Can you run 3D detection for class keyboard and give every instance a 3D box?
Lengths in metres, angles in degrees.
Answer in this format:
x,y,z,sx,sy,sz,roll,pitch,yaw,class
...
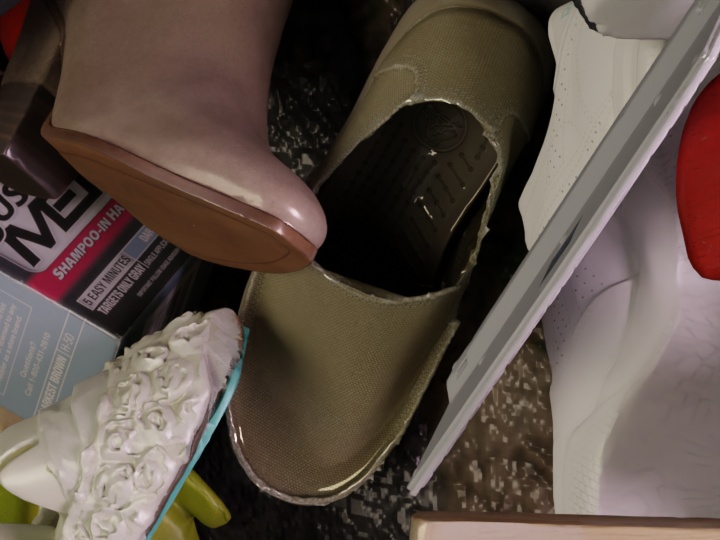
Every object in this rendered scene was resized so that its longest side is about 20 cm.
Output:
x,y,z,sx,sy,sz,roll,pitch,yaw,class
0.060,-0.009,0.687,0.011,0.056,0.200,26,135,-4,keyboard

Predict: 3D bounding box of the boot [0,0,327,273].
x,y,z,sx,sy,sz,roll,pitch,yaw,class
-0.049,-0.083,0.817,0.199,0.070,0.147,17,68,45,boot

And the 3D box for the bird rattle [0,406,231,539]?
x,y,z,sx,sy,sz,roll,pitch,yaw,class
-0.151,0.070,0.963,0.200,0.112,0.164,50,143,30,bird rattle

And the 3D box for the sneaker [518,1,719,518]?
x,y,z,sx,sy,sz,roll,pitch,yaw,class
0.081,0.011,0.757,0.088,0.075,0.202,10,97,54,sneaker

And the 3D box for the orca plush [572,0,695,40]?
x,y,z,sx,sy,sz,roll,pitch,yaw,class
0.144,-0.132,0.658,0.200,0.105,0.072,-33,48,35,orca plush

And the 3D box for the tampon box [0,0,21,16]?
x,y,z,sx,sy,sz,roll,pitch,yaw,class
-0.153,-0.179,0.812,0.126,0.200,0.150,31,156,46,tampon box

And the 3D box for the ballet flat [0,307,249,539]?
x,y,z,sx,sy,sz,roll,pitch,yaw,class
-0.106,0.092,0.826,0.072,0.072,0.201,42,115,31,ballet flat

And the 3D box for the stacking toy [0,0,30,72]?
x,y,z,sx,sy,sz,roll,pitch,yaw,class
-0.166,-0.081,0.971,0.199,0.085,0.086,-16,85,37,stacking toy

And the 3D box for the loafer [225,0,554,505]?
x,y,z,sx,sy,sz,roll,pitch,yaw,class
0.000,0.000,0.807,0.075,0.068,0.201,24,116,4,loafer

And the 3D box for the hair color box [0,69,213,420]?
x,y,z,sx,sy,sz,roll,pitch,yaw,class
-0.158,-0.028,0.889,0.199,0.099,0.061,28,129,7,hair color box

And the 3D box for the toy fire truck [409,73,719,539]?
x,y,z,sx,sy,sz,roll,pitch,yaw,class
0.112,0.028,0.627,0.128,0.199,0.177,-14,87,43,toy fire truck
